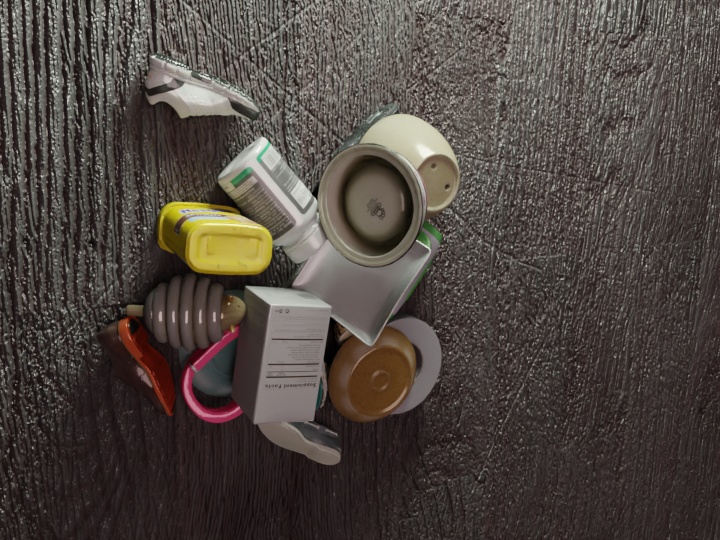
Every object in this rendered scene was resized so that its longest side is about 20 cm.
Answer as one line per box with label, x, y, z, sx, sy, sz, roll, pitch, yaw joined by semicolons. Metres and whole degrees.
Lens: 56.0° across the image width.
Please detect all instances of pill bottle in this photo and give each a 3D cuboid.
pill bottle;-0.144;-0.118;1.176;0.113;0.113;0.201;-44;110;-13

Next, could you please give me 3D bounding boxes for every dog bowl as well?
dog bowl;0.027;-0.113;1.143;0.073;0.195;0.206;-24;117;-60

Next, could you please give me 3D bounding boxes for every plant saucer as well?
plant saucer;0.033;0.211;1.328;0.195;0.035;0.206;-8;108;-24
plant saucer;-0.232;0.140;1.242;0.196;0.038;0.207;-7;104;-28

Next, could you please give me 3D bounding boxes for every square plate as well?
square plate;0.000;0.000;1.215;0.200;0.198;0.028;-56;157;-1

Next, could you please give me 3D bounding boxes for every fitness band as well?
fitness band;-0.226;0.178;1.210;0.199;0.037;0.145;-42;118;-14

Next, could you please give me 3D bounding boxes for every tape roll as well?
tape roll;0.071;0.189;1.406;0.196;0.066;0.206;-7;104;-27

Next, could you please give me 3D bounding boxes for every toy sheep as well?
toy sheep;-0.289;0.069;1.128;0.194;0.138;0.142;-4;104;-6

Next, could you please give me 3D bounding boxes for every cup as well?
cup;0.101;-0.170;1.227;0.196;0.143;0.206;-9;111;-24

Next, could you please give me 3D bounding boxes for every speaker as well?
speaker;0.081;-0.004;1.356;0.088;0.088;0.202;38;82;-30

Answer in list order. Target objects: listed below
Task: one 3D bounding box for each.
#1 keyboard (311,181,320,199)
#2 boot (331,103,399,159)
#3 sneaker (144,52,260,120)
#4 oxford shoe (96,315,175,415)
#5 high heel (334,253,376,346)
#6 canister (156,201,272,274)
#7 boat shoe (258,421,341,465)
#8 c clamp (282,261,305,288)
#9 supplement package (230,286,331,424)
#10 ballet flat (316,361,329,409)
keyboard;-0.018;-0.089;1.291;0.104;0.040;0.200;-38;104;25
boot;0.058;-0.192;1.312;0.164;0.066;0.201;-43;115;-5
sneaker;-0.262;-0.285;1.121;0.196;0.074;0.081;17;108;-26
oxford shoe;-0.379;0.171;1.163;0.071;0.072;0.204;-17;115;6
high heel;-0.033;0.049;1.318;0.070;0.144;0.202;-15;150;-31
canister;-0.238;-0.053;1.101;0.145;0.199;0.089;2;102;-29
boat shoe;-0.119;0.318;1.345;0.198;0.072;0.063;34;41;-24
c clamp;-0.111;0.026;1.291;0.170;0.027;0.203;41;76;-36
supplement package;-0.139;0.142;1.162;0.117;0.121;0.206;4;102;-32
ballet flat;-0.087;0.178;1.307;0.070;0.072;0.205;-18;123;-24
